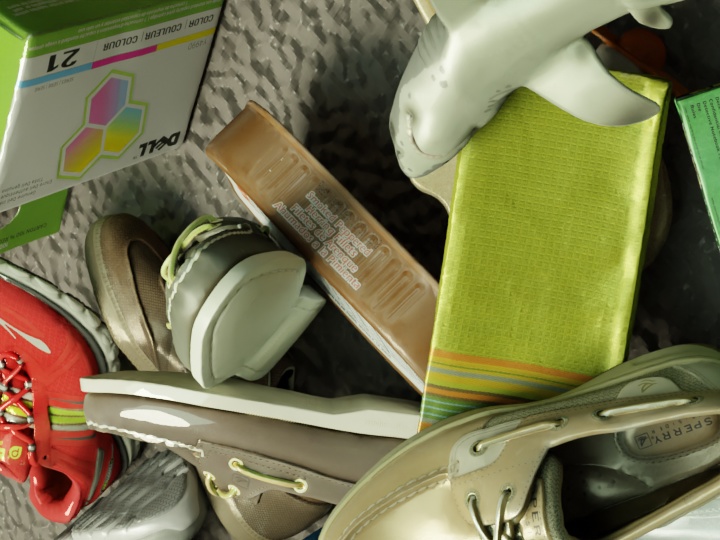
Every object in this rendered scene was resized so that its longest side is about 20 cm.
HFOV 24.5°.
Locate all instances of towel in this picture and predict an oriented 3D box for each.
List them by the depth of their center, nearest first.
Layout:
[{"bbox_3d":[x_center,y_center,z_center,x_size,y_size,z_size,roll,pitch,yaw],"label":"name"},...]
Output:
[{"bbox_3d":[0.074,0.014,0.692,0.085,0.018,0.203,7,105,-1],"label":"towel"}]

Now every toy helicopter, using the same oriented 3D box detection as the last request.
[{"bbox_3d":[0.070,-0.085,0.719,0.131,0.079,0.201,-29,96,20],"label":"toy helicopter"}]

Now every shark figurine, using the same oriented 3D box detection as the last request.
[{"bbox_3d":[0.102,-0.113,0.619,0.212,0.090,0.129,-9,132,16],"label":"shark figurine"}]

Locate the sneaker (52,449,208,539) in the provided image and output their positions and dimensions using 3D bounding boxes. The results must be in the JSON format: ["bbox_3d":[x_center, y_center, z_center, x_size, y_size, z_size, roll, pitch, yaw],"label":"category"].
[{"bbox_3d":[-0.123,0.163,0.955,0.082,0.075,0.200,49,151,-2],"label":"sneaker"}]

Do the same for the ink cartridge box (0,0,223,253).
[{"bbox_3d":[-0.164,-0.066,0.866,0.075,0.147,0.202,34,124,22],"label":"ink cartridge box"}]

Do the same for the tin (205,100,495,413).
[{"bbox_3d":[0.000,0.000,0.780,0.200,0.042,0.112,46,172,24],"label":"tin"}]

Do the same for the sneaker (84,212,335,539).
[{"bbox_3d":[-0.072,0.047,0.897,0.075,0.070,0.201,-30,90,22],"label":"sneaker"}]

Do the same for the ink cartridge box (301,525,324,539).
[{"bbox_3d":[-0.005,0.230,0.804,0.143,0.199,0.149,6,108,36],"label":"ink cartridge box"}]

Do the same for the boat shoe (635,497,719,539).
[{"bbox_3d":[0.126,0.100,0.751,0.199,0.070,0.073,0,101,32],"label":"boat shoe"}]

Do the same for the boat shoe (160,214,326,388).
[{"bbox_3d":[-0.063,0.010,0.772,0.060,0.202,0.072,42,89,7],"label":"boat shoe"}]

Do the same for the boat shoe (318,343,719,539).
[{"bbox_3d":[0.070,0.093,0.671,0.198,0.065,0.073,-24,101,10],"label":"boat shoe"}]

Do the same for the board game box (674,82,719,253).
[{"bbox_3d":[0.202,0.012,0.659,0.104,0.023,0.202,-16,95,14],"label":"board game box"}]

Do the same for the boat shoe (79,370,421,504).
[{"bbox_3d":[-0.045,0.088,0.826,0.197,0.072,0.060,7,94,1],"label":"boat shoe"}]

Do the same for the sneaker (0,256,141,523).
[{"bbox_3d":[-0.177,0.073,0.917,0.076,0.085,0.201,20,146,29],"label":"sneaker"}]
